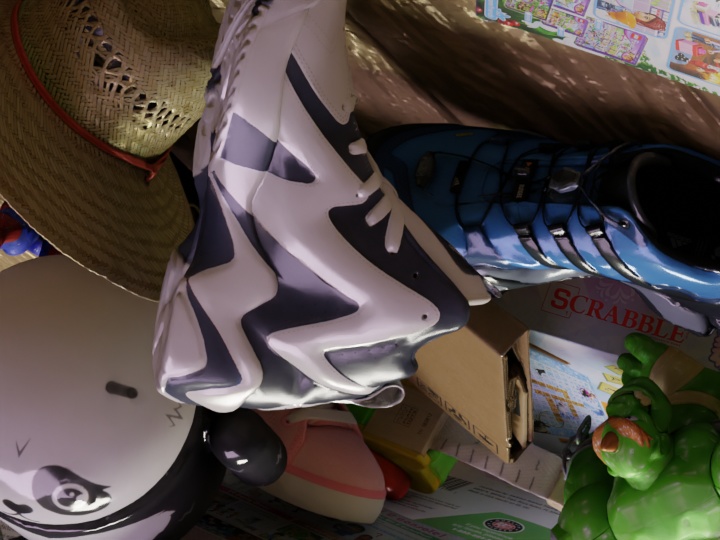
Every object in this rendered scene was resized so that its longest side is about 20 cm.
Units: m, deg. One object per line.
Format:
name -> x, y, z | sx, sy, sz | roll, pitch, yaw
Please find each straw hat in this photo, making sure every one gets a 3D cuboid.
straw hat -> -0.097, -0.087, 0.983 | 0.085, 0.202, 0.201 | -35, 135, 17

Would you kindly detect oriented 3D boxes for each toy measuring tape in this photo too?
toy measuring tape -> 0.047, 0.094, 1.243 | 0.199, 0.074, 0.074 | 19, 165, 42

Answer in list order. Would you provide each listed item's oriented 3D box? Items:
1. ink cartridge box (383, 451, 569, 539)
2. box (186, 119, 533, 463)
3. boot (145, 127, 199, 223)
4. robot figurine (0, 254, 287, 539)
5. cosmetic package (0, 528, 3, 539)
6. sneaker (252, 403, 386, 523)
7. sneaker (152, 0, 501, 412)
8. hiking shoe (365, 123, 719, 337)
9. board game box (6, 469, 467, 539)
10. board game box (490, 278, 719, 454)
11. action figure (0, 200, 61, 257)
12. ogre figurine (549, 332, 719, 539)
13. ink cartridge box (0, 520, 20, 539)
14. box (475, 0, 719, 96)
ink cartridge box -> 0.090, 0.155, 1.320 | 0.144, 0.085, 0.199 | 13, -163, 41
box -> 0.000, 0.000, 1.128 | 0.200, 0.021, 0.164 | 40, 167, 17
boot -> -0.102, -0.032, 1.123 | 0.153, 0.074, 0.204 | 37, 172, 8
robot figurine -> -0.125, 0.069, 1.099 | 0.125, 0.150, 0.200 | 61, 176, 16
cosmetic package -> -0.237, 0.060, 1.185 | 0.051, 0.201, 0.151 | -20, 153, 2
sneaker -> -0.047, 0.040, 1.233 | 0.200, 0.105, 0.075 | 38, -163, 36
sneaker -> 0.000, -0.032, 0.936 | 0.129, 0.201, 0.080 | 11, -167, -13
hiking shoe -> 0.092, -0.032, 0.984 | 0.198, 0.075, 0.087 | 11, 154, 1
board game box -> -0.065, 0.161, 1.190 | 0.147, 0.065, 0.199 | 19, -157, 38
board game box -> 0.128, 0.056, 1.225 | 0.198, 0.041, 0.200 | 17, 162, 17
action figure -> -0.180, 0.006, 1.265 | 0.065, 0.099, 0.200 | 27, -167, -5
ogre figurine -> 0.154, 0.076, 1.047 | 0.199, 0.120, 0.099 | -7, 120, 35
ink cartridge box -> -0.117, 0.100, 1.383 | 0.147, 0.201, 0.085 | 33, 160, -33
box -> 0.107, -0.115, 0.748 | 0.136, 0.039, 0.200 | 20, 162, 8
